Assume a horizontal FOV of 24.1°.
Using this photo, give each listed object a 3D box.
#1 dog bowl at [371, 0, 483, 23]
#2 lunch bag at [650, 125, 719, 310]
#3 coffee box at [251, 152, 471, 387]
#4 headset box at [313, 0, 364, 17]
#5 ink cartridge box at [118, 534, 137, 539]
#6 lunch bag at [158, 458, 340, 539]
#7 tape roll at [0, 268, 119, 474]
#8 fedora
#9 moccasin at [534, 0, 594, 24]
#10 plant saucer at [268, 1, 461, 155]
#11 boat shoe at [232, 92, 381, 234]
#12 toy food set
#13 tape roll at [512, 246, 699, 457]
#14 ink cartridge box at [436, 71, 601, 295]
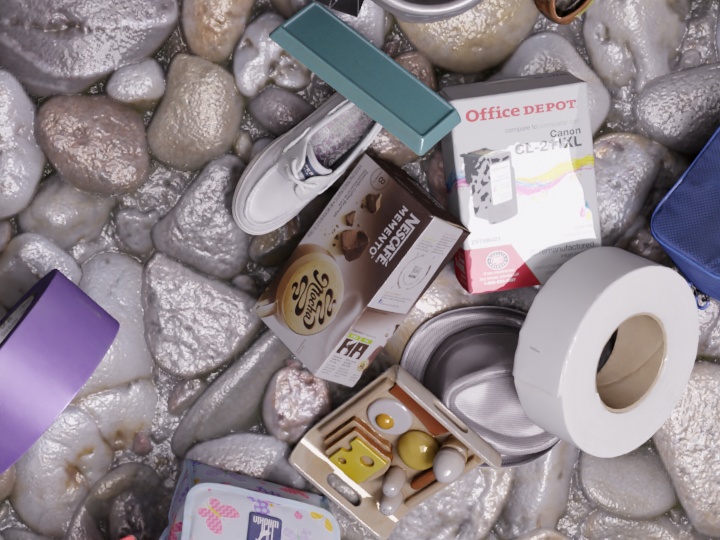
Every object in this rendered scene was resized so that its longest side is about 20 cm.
[{"bbox_3d":[0.065,-0.342,1.659,0.198,0.059,0.202,-1,102,-6],"label":"dog bowl"},{"bbox_3d":[0.398,-0.045,1.702,0.200,0.136,0.132,-51,140,1],"label":"lunch bag"},{"bbox_3d":[0.000,0.000,1.681,0.113,0.080,0.200,45,103,31],"label":"coffee box"},{"bbox_3d":[-0.071,-0.349,1.602,0.199,0.075,0.150,25,99,20],"label":"headset box"},{"bbox_3d":[-0.242,0.374,1.776,0.115,0.067,0.201,-26,104,-1],"label":"ink cartridge box"},{"bbox_3d":[-0.111,0.280,1.702,0.168,0.200,0.128,17,100,-9],"label":"lunch bag"},{"bbox_3d":[-0.330,0.100,1.640,0.085,0.200,0.200,42,95,-13],"label":"tape roll"},{"bbox_3d":[0.141,0.132,1.753,0.198,0.090,0.178,14,100,-9],"label":"fedora"},{"bbox_3d":[0.242,-0.335,1.669,0.073,0.078,0.202,37,96,-12],"label":"moccasin"},{"bbox_3d":[0.006,-0.193,1.644,0.200,0.019,0.070,39,55,15],"label":"plant saucer"},{"bbox_3d":[-0.047,-0.109,1.684,0.199,0.069,0.072,-37,103,2],"label":"boat shoe"},{"bbox_3d":[0.033,0.194,1.730,0.143,0.061,0.200,41,131,-11],"label":"toy food set"},{"bbox_3d":[0.247,0.081,1.684,0.201,0.071,0.204,-17,118,-35],"label":"tape roll"},{"bbox_3d":[0.161,-0.090,1.711,0.144,0.083,0.202,-8,104,-3],"label":"ink cartridge box"}]
